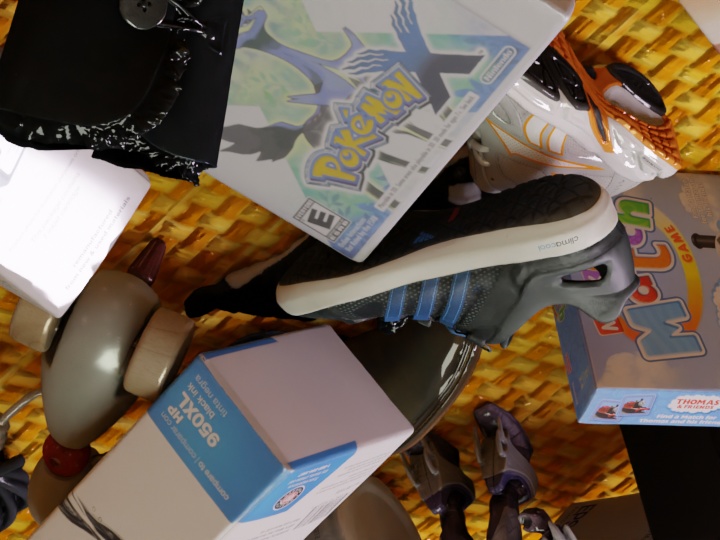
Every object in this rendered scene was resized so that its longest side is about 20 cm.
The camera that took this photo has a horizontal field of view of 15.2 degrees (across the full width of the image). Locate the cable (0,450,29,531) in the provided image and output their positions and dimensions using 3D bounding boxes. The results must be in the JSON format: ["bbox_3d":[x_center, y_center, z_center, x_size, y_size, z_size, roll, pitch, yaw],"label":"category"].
[{"bbox_3d":[-0.293,0.139,1.594,0.200,0.051,0.163,25,132,-38],"label":"cable"}]

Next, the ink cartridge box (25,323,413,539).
[{"bbox_3d":[-0.088,0.130,1.468,0.200,0.084,0.144,-46,164,24],"label":"ink cartridge box"}]

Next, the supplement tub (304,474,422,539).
[{"bbox_3d":[-0.063,0.214,1.693,0.199,0.123,0.122,-27,141,21],"label":"supplement tub"}]

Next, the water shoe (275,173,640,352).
[{"bbox_3d":[0.047,0.011,1.383,0.199,0.072,0.079,-12,115,33],"label":"water shoe"}]

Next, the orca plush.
[{"bbox_3d":[0.000,0.000,1.457,0.199,0.071,0.105,-16,144,9],"label":"orca plush"}]

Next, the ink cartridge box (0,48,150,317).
[{"bbox_3d":[-0.214,-0.078,1.224,0.086,0.146,0.200,-58,139,-7],"label":"ink cartridge box"}]

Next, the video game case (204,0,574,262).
[{"bbox_3d":[-0.026,-0.109,1.284,0.182,0.022,0.200,31,133,-11],"label":"video game case"}]

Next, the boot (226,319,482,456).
[{"bbox_3d":[-0.021,0.067,1.543,0.097,0.075,0.200,18,138,-37],"label":"boot"}]

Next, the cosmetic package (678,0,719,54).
[{"bbox_3d":[0.221,-0.137,1.310,0.103,0.088,0.200,-26,142,20],"label":"cosmetic package"}]

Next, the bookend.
[{"bbox_3d":[0.271,0.128,1.560,0.198,0.200,0.092,10,125,-14],"label":"bookend"}]

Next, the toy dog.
[{"bbox_3d":[-0.144,0.054,1.483,0.132,0.096,0.200,41,138,-8],"label":"toy dog"}]

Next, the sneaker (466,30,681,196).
[{"bbox_3d":[0.076,-0.078,1.363,0.092,0.076,0.200,-34,137,26],"label":"sneaker"}]

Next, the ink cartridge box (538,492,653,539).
[{"bbox_3d":[0.165,0.191,1.635,0.200,0.196,0.043,-16,106,41],"label":"ink cartridge box"}]

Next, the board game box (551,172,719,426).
[{"bbox_3d":[0.200,0.015,1.459,0.199,0.152,0.037,2,142,-17],"label":"board game box"}]

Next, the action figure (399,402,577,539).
[{"bbox_3d":[0.071,0.171,1.595,0.130,0.200,0.069,-24,131,13],"label":"action figure"}]

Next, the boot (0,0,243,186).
[{"bbox_3d":[-0.128,-0.139,1.137,0.199,0.169,0.076,20,173,-26],"label":"boot"}]
